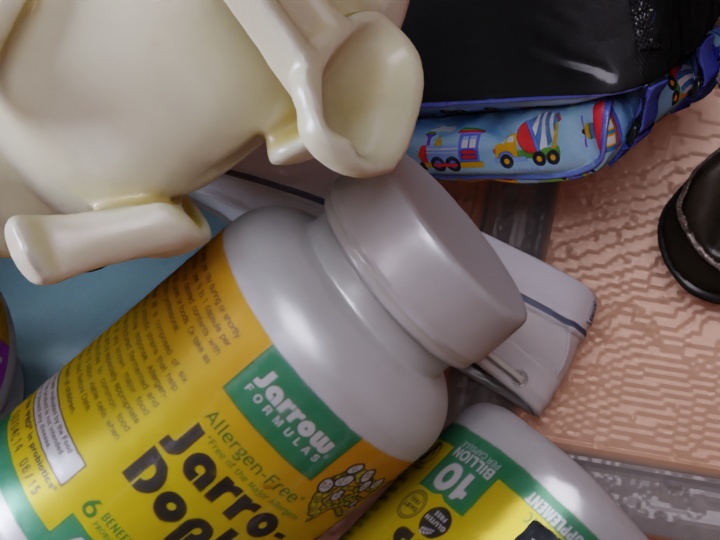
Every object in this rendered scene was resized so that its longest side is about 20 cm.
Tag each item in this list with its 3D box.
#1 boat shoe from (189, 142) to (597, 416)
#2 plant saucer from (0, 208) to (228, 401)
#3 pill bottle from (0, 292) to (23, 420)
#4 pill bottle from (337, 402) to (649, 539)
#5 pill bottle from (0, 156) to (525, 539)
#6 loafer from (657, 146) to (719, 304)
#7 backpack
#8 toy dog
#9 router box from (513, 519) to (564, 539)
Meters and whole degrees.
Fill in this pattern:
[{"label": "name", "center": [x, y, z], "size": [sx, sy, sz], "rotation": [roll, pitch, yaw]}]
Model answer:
[{"label": "boat shoe", "center": [0.000, 0.000, 0.889], "size": [0.199, 0.074, 0.066], "rotation": [23, 82, -4]}, {"label": "plant saucer", "center": [-0.112, 0.029, 0.939], "size": [0.199, 0.027, 0.201], "rotation": [-2, 70, 6]}, {"label": "pill bottle", "center": [-0.196, 0.023, 0.829], "size": [0.104, 0.200, 0.105], "rotation": [-3, 72, 10]}, {"label": "pill bottle", "center": [0.017, 0.158, 0.830], "size": [0.200, 0.113, 0.113], "rotation": [-45, 71, -9]}, {"label": "pill bottle", "center": [-0.039, 0.048, 0.812], "size": [0.200, 0.113, 0.113], "rotation": [-39, 69, 13]}, {"label": "loafer", "center": [0.213, -0.058, 0.903], "size": [0.200, 0.071, 0.073], "rotation": [-31, 69, -4]}, {"label": "backpack", "center": [0.080, -0.132, 0.903], "size": [0.182, 0.200, 0.135], "rotation": [-1, 113, 34]}, {"label": "toy dog", "center": [-0.087, -0.077, 0.772], "size": [0.200, 0.140, 0.194], "rotation": [-30, 21, 32]}, {"label": "router box", "center": [0.066, 0.211, 0.766], "size": [0.150, 0.200, 0.062], "rotation": [-39, 27, -7]}]
